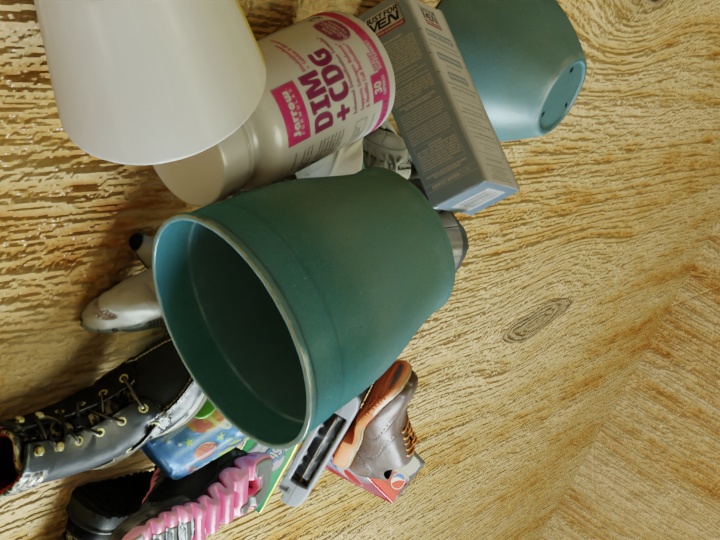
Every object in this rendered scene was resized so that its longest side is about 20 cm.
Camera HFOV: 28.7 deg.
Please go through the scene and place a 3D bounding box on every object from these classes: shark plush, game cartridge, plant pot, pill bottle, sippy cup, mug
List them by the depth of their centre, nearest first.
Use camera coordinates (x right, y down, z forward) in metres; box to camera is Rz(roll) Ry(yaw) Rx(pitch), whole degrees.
[{"bbox_3d":[-0.156,-0.188,0.950,0.149,0.187,0.153,-19,140,-5],"label":"mug"},{"bbox_3d":[-0.032,0.012,1.129,0.188,0.200,0.200,-28,146,-31],"label":"plant pot"},{"bbox_3d":[-0.074,-0.134,1.166,0.200,0.113,0.113,-33,148,-39],"label":"pill bottle"},{"bbox_3d":[-0.155,0.022,1.264,0.200,0.091,0.083,-9,146,-54],"label":"shark plush"},{"bbox_3d":[-0.158,0.127,1.348,0.130,0.140,0.178,-37,144,-15],"label":"sippy cup"},{"bbox_3d":[-0.024,0.150,1.509,0.133,0.042,0.200,-54,174,-49],"label":"game cartridge"},{"bbox_3d":[0.163,-0.218,1.518,0.200,0.135,0.200,-44,155,-27],"label":"plant pot"}]

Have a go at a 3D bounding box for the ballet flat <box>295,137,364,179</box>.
[{"bbox_3d":[-0.029,-0.114,1.284,0.069,0.069,0.200,88,12,-55],"label":"ballet flat"}]

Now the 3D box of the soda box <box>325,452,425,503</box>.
[{"bbox_3d":[-0.015,0.204,1.645,0.063,0.200,0.070,-51,119,-15],"label":"soda box"}]

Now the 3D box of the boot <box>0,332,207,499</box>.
[{"bbox_3d":[-0.227,0.126,1.205,0.204,0.074,0.154,-39,166,31],"label":"boot"}]

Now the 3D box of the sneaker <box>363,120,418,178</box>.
[{"bbox_3d":[0.004,-0.117,1.403,0.200,0.081,0.075,-5,127,-61],"label":"sneaker"}]

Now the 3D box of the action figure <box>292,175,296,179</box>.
[{"bbox_3d":[-0.037,-0.040,1.439,0.200,0.069,0.130,-8,141,-56],"label":"action figure"}]

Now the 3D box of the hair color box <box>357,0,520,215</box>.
[{"bbox_3d":[0.073,-0.156,1.334,0.061,0.200,0.099,-27,167,22],"label":"hair color box"}]

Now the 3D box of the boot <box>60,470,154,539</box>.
[{"bbox_3d":[-0.241,0.292,1.440,0.211,0.079,0.158,4,112,-50],"label":"boot"}]

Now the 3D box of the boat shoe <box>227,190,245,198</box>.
[{"bbox_3d":[-0.089,-0.057,1.312,0.073,0.062,0.200,-13,131,-55],"label":"boat shoe"}]

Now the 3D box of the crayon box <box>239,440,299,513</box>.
[{"bbox_3d":[-0.069,0.136,1.516,0.200,0.058,0.173,-62,179,37],"label":"crayon box"}]

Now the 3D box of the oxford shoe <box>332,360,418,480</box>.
[{"bbox_3d":[0.033,0.157,1.455,0.071,0.073,0.200,-61,179,-33],"label":"oxford shoe"}]

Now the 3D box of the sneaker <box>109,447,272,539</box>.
[{"bbox_3d":[-0.179,0.222,1.374,0.200,0.095,0.079,-28,139,-46],"label":"sneaker"}]

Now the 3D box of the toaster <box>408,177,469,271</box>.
[{"bbox_3d":[0.000,0.000,1.360,0.129,0.114,0.200,-3,142,-41],"label":"toaster"}]
